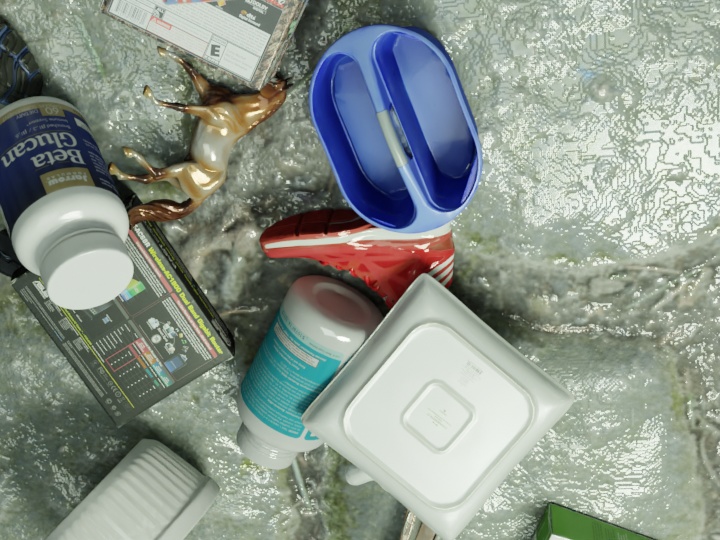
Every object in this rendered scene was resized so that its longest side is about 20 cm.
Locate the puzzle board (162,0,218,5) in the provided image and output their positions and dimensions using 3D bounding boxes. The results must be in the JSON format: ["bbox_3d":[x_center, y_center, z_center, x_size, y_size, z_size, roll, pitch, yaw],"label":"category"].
[{"bbox_3d":[-0.105,-0.329,0.917,0.150,0.017,0.201,-4,107,5],"label":"puzzle board"}]

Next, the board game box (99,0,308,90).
[{"bbox_3d":[-0.115,-0.291,0.988,0.159,0.097,0.201,26,106,-4],"label":"board game box"}]

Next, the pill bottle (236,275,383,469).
[{"bbox_3d":[-0.062,0.113,1.164,0.110,0.111,0.201,27,114,-5],"label":"pill bottle"}]

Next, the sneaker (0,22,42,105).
[{"bbox_3d":[-0.408,-0.224,1.090,0.199,0.078,0.076,30,74,-20],"label":"sneaker"}]

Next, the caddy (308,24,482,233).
[{"bbox_3d":[0.036,-0.135,1.039,0.141,0.105,0.201,-19,106,16],"label":"caddy"}]

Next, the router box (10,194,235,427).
[{"bbox_3d":[-0.247,0.043,1.166,0.149,0.062,0.201,-31,107,4],"label":"router box"}]

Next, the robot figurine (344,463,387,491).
[{"bbox_3d":[0.072,0.164,1.167,0.199,0.113,0.170,-23,84,17],"label":"robot figurine"}]

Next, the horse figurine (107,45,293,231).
[{"bbox_3d":[-0.167,-0.127,1.097,0.132,0.050,0.201,19,106,-26],"label":"horse figurine"}]

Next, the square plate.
[{"bbox_3d":[0.075,0.140,1.085,0.200,0.028,0.198,39,99,-4],"label":"square plate"}]

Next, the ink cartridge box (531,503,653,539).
[{"bbox_3d":[0.288,0.351,1.250,0.199,0.059,0.104,19,115,-1],"label":"ink cartridge box"}]

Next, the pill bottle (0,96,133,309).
[{"bbox_3d":[-0.288,-0.064,1.059,0.111,0.200,0.111,-21,147,-15],"label":"pill bottle"}]

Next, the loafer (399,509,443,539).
[{"bbox_3d":[0.053,0.348,1.282,0.063,0.072,0.201,28,109,13],"label":"loafer"}]

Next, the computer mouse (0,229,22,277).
[{"bbox_3d":[-0.407,-0.029,1.189,0.199,0.034,0.059,19,115,-1],"label":"computer mouse"}]

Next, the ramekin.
[{"bbox_3d":[-0.260,0.279,1.220,0.105,0.200,0.200,44,112,-3],"label":"ramekin"}]

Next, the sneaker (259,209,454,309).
[{"bbox_3d":[0.000,0.000,1.126,0.199,0.078,0.116,-4,112,10],"label":"sneaker"}]
